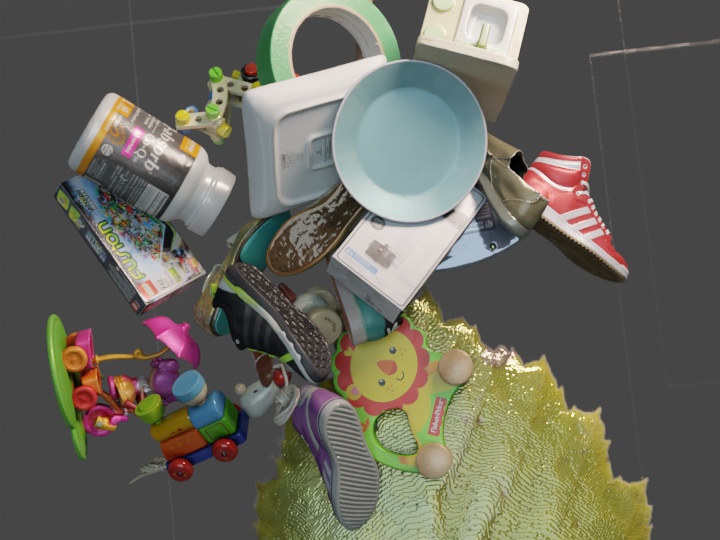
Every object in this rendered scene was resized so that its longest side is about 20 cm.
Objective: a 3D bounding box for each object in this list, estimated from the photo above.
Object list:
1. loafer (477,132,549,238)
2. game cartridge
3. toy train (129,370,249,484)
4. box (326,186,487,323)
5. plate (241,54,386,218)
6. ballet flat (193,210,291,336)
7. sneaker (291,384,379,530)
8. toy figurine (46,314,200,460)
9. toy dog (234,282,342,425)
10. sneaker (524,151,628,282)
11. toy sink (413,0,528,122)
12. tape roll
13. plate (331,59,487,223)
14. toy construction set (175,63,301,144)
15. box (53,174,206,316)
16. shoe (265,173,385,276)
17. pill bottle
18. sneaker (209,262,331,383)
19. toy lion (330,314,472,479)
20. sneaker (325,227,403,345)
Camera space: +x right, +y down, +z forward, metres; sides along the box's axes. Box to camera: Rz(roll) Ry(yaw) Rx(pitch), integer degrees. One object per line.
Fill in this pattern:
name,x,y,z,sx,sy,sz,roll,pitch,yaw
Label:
loafer,0.182,-0.133,1.260,0.069,0.075,0.201,-38,61,18
game cartridge,0.114,-0.066,1.333,0.198,0.041,0.135,-11,82,1
toy train,-0.256,0.211,1.272,0.199,0.085,0.116,-25,120,16
box,0.060,-0.047,1.256,0.116,0.060,0.200,38,69,5
plate,-0.050,-0.161,1.248,0.198,0.201,0.032,-18,47,-20
ballet flat,-0.166,-0.008,1.325,0.070,0.071,0.201,28,85,4
sneaker,-0.037,0.242,1.300,0.072,0.114,0.203,-22,115,-30
toy figurine,-0.301,0.140,1.293,0.182,0.150,0.202,-11,107,-9
toy dog,-0.108,0.096,1.290,0.096,0.132,0.201,36,77,-18
sneaker,0.299,-0.078,1.311,0.199,0.071,0.113,37,73,-9
toy sink,0.140,-0.290,1.264,0.129,0.200,0.113,14,80,3
tape roll,-0.040,-0.274,1.300,0.199,0.048,0.203,2,86,-31
plate,0.061,-0.161,1.221,0.198,0.026,0.203,-1,97,-8
toy construction set,-0.141,-0.208,1.322,0.198,0.092,0.132,23,62,-4
box,-0.310,-0.048,1.312,0.110,0.035,0.201,-33,84,-43
shoe,-0.040,-0.064,1.267,0.200,0.053,0.070,-42,81,0
pill bottle,-0.273,-0.136,1.288,0.199,0.116,0.117,30,86,-16
sneaker,-0.116,0.078,1.227,0.200,0.071,0.083,48,112,22
toy lion,0.047,0.161,1.307,0.190,0.069,0.202,13,86,10
sneaker,0.000,0.000,1.305,0.079,0.072,0.202,-14,69,-8
